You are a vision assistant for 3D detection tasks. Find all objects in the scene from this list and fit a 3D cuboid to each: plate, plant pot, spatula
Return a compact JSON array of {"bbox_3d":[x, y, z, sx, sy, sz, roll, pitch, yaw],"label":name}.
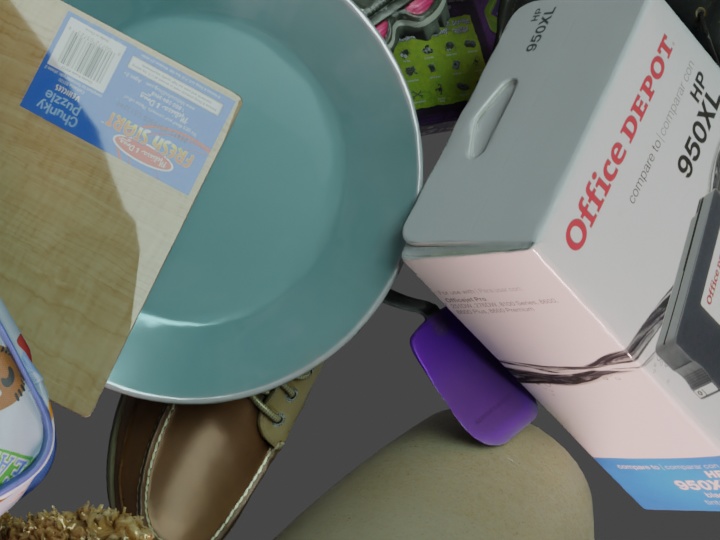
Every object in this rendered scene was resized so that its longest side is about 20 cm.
[{"bbox_3d":[-0.072,-0.043,1.109,0.198,0.026,0.202,0,91,-6],"label":"plate"},{"bbox_3d":[0.025,0.159,1.120,0.187,0.187,0.200,41,45,-10],"label":"plant pot"},{"bbox_3d":[0.000,0.000,1.144,0.200,0.021,0.056,42,36,10],"label":"spatula"}]

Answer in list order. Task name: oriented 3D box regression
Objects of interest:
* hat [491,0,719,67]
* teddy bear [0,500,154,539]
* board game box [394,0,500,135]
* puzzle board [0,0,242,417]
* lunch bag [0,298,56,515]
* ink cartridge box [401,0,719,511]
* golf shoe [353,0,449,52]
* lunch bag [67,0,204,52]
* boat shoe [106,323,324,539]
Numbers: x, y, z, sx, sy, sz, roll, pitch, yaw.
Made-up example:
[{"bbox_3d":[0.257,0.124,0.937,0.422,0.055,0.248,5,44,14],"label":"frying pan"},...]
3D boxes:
[{"bbox_3d":[0.124,-0.079,1.264,0.199,0.081,0.202,0,90,-34],"label":"hat"},{"bbox_3d":[-0.131,0.156,1.045,0.067,0.199,0.146,7,94,-54],"label":"teddy bear"},{"bbox_3d":[0.079,-0.137,1.315,0.199,0.032,0.121,-11,83,-31],"label":"board game box"},{"bbox_3d":[-0.169,-0.050,1.072,0.199,0.017,0.152,27,85,-10],"label":"puzzle board"},{"bbox_3d":[-0.222,0.028,1.007,0.160,0.076,0.201,-31,88,-7],"label":"lunch bag"},{"bbox_3d":[0.127,-0.006,1.147,0.200,0.084,0.145,44,59,-33],"label":"ink cartridge box"},{"bbox_3d":[0.037,-0.177,1.231,0.200,0.077,0.089,-42,122,-33],"label":"golf shoe"},{"bbox_3d":[-0.137,-0.158,1.140,0.199,0.082,0.177,29,94,-17],"label":"lunch bag"},{"bbox_3d":[-0.052,0.037,1.162,0.075,0.074,0.201,30,62,-17],"label":"boat shoe"}]
